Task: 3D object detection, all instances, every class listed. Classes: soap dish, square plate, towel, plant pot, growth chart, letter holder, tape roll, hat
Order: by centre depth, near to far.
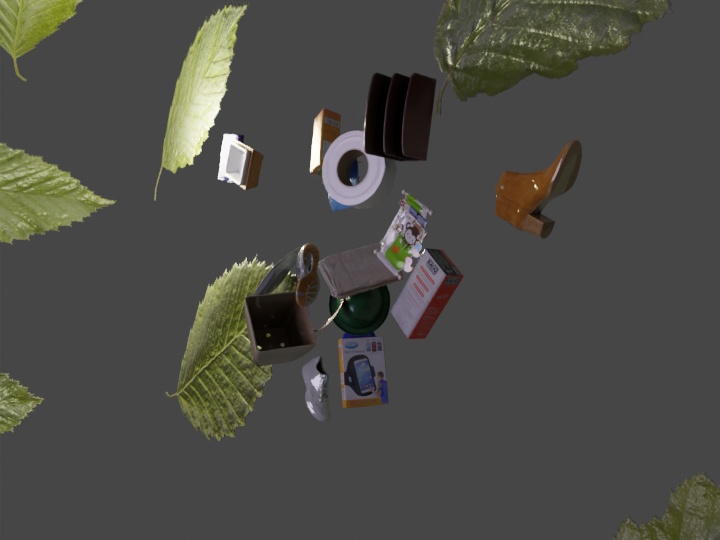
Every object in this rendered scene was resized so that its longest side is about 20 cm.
[{"bbox_3d":[0.094,-0.383,1.439,0.100,0.141,0.202,13,97,54],"label":"letter holder"},{"bbox_3d":[-0.009,0.081,1.459,0.176,0.164,0.202,78,-155,-79],"label":"hat"},{"bbox_3d":[0.111,-0.088,1.465,0.144,0.018,0.201,37,106,42],"label":"growth chart"},{"bbox_3d":[0.000,0.000,1.504,0.035,0.198,0.133,97,152,-48],"label":"towel"},{"bbox_3d":[-0.004,-0.271,1.568,0.201,0.071,0.205,-2,86,30],"label":"tape roll"},{"bbox_3d":[-0.276,0.205,1.887,0.178,0.198,0.201,120,138,-50],"label":"plant pot"},{"bbox_3d":[-0.281,0.026,1.918,0.028,0.200,0.198,40,120,3],"label":"square plate"},{"bbox_3d":[-0.459,-0.417,2.284,0.200,0.081,0.159,35,115,50],"label":"soap dish"},{"bbox_3d":[-0.539,-0.471,2.438,0.147,0.049,0.202,16,100,47],"label":"towel"}]

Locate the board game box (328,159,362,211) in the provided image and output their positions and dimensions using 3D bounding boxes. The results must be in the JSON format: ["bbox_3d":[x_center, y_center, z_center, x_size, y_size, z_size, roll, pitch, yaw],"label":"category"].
[{"bbox_3d":[-0.037,-0.257,1.707,0.199,0.039,0.160,0,88,62],"label":"board game box"}]

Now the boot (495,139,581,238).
[{"bbox_3d":[0.336,-0.175,1.135,0.144,0.070,0.203,41,125,45],"label":"boot"}]

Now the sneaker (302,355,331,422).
[{"bbox_3d":[-0.121,0.353,1.749,0.088,0.075,0.201,-41,53,31],"label":"sneaker"}]

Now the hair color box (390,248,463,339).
[{"bbox_3d":[0.155,0.058,1.383,0.102,0.061,0.201,57,132,40],"label":"hair color box"}]

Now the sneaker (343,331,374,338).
[{"bbox_3d":[-0.024,0.108,1.606,0.079,0.095,0.202,-38,56,50],"label":"sneaker"}]

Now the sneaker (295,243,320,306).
[{"bbox_3d":[-0.172,0.015,1.860,0.088,0.075,0.202,-168,86,-70],"label":"sneaker"}]

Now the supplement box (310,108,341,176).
[{"bbox_3d":[-0.105,-0.384,1.753,0.066,0.068,0.202,-32,47,54],"label":"supplement box"}]

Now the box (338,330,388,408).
[{"bbox_3d":[0.006,0.255,1.524,0.041,0.118,0.202,145,121,-71],"label":"box"}]
